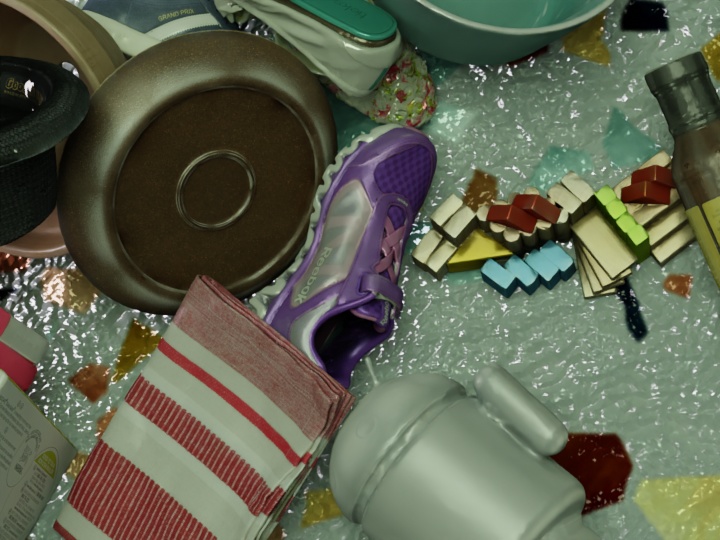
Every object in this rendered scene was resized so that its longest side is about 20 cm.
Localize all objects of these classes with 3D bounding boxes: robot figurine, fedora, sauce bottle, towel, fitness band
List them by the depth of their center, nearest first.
[{"bbox_3d":[-0.260,-0.063,1.609,0.200,0.201,0.092,-8,116,6],"label":"fedora"},{"bbox_3d":[0.061,0.143,1.630,0.200,0.113,0.170,40,106,16],"label":"robot figurine"},{"bbox_3d":[0.241,-0.043,1.661,0.065,0.065,0.200,-22,89,1],"label":"sauce bottle"},{"bbox_3d":[-0.106,0.122,1.662,0.144,0.023,0.200,37,101,29],"label":"towel"},{"bbox_3d":[-0.285,0.022,1.669,0.143,0.200,0.037,20,77,33],"label":"fitness band"}]

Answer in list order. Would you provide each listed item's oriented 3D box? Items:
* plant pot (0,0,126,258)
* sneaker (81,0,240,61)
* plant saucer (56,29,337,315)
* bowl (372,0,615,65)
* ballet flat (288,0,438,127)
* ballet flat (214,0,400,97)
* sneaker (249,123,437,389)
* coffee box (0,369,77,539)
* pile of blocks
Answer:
[{"bbox_3d":[-0.220,-0.116,1.734,0.201,0.201,0.093,29,40,15],"label":"plant pot"},{"bbox_3d":[-0.097,-0.153,1.761,0.200,0.075,0.085,27,73,10],"label":"sneaker"},{"bbox_3d":[-0.099,-0.057,1.677,0.200,0.200,0.032,-41,37,-5],"label":"plant saucer"},{"bbox_3d":[0.078,-0.217,1.720,0.200,0.105,0.201,6,63,-12],"label":"bowl"},{"bbox_3d":[-0.022,-0.177,1.756,0.076,0.064,0.200,-37,72,-26],"label":"ballet flat"},{"bbox_3d":[-0.058,-0.179,1.717,0.200,0.069,0.069,37,82,24],"label":"ballet flat"},{"bbox_3d":[0.000,0.000,1.685,0.088,0.080,0.200,25,81,48],"label":"sneaker"},{"bbox_3d":[-0.329,0.128,1.643,0.199,0.200,0.198,27,78,14],"label":"coffee box"},{"bbox_3d":[0.132,-0.025,1.696,0.200,0.062,0.082,-14,72,4],"label":"pile of blocks"}]
